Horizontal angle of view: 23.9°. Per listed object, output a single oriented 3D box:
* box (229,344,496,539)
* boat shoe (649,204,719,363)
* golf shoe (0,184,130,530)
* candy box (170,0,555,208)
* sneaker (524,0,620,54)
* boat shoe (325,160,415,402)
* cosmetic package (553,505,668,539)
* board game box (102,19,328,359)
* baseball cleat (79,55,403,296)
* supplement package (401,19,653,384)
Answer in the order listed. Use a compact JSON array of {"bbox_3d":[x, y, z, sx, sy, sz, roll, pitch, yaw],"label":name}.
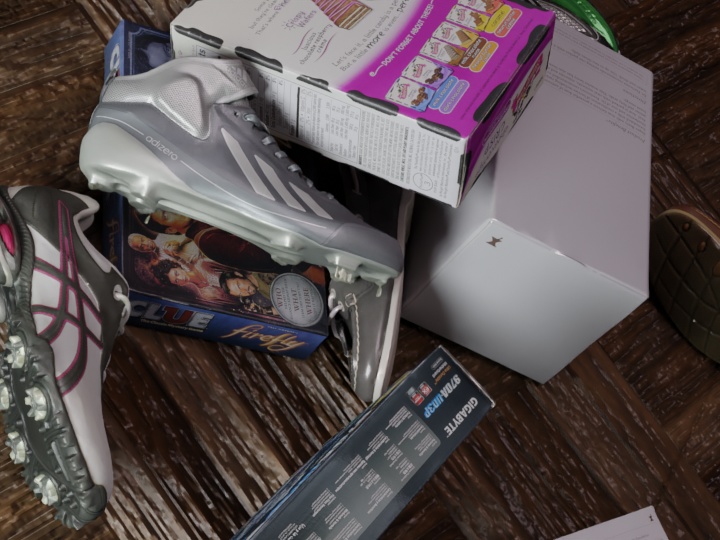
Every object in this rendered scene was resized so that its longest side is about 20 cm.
[{"bbox_3d":[-0.034,0.139,0.866,0.046,0.159,0.200,46,45,1],"label":"box"},{"bbox_3d":[0.279,0.030,1.217,0.200,0.072,0.068,48,41,-5],"label":"boat shoe"},{"bbox_3d":[-0.156,0.036,0.906,0.087,0.077,0.201,-8,64,-30],"label":"golf shoe"},{"bbox_3d":[0.001,-0.132,1.038,0.199,0.061,0.137,23,49,16],"label":"candy box"},{"bbox_3d":[0.088,-0.167,1.199,0.199,0.078,0.085,22,42,8],"label":"sneaker"},{"bbox_3d":[0.000,0.000,1.058,0.056,0.067,0.201,7,48,1],"label":"boat shoe"},{"bbox_3d":[0.109,0.205,0.991,0.199,0.051,0.083,-10,68,-38],"label":"cosmetic package"},{"bbox_3d":[-0.091,-0.051,1.044,0.134,0.035,0.202,13,54,-26],"label":"board game box"},{"bbox_3d":[-0.058,-0.062,0.978,0.198,0.070,0.107,20,78,-13],"label":"baseball cleat"},{"bbox_3d":[0.111,-0.053,1.121,0.121,0.120,0.201,25,48,-18],"label":"supplement package"}]
